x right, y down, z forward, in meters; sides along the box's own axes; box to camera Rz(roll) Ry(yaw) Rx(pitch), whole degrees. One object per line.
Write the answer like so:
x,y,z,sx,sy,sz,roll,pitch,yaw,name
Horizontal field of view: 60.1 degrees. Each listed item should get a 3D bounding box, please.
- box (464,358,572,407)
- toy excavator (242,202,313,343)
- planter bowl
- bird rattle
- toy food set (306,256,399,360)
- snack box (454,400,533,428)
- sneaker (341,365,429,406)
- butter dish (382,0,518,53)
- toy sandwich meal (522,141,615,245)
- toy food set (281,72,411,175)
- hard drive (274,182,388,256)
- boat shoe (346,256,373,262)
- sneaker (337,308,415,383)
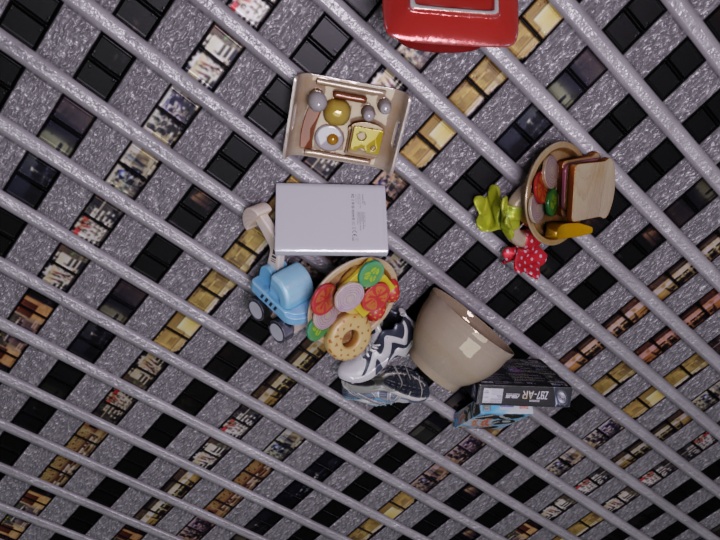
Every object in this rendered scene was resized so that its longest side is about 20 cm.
0.317,0.232,1.311,0.198,0.160,0.044,3,102,-9,box
-0.149,-0.001,1.150,0.100,0.194,0.201,-28,149,-41,toy excavator
0.180,0.149,1.218,0.199,0.200,0.135,33,100,-23,planter bowl
0.316,-0.087,1.167,0.163,0.113,0.200,-47,119,2,bird rattle
-0.013,0.064,1.141,0.200,0.049,0.198,-43,136,-1,toy food set
0.290,0.319,1.382,0.115,0.037,0.200,3,157,-7,snack box
0.052,0.260,1.372,0.198,0.078,0.087,10,132,-4,sneaker
0.121,-0.402,0.933,0.197,0.148,0.202,2,79,-7,butter dish
0.374,-0.135,1.114,0.204,0.070,0.208,-10,106,-35,toy sandwich meal
-0.025,-0.243,1.054,0.198,0.061,0.145,8,120,-10,toy food set
-0.052,-0.091,1.112,0.198,0.133,0.026,0,160,-6,hard drive
0.000,0.000,1.203,0.067,0.072,0.201,-17,129,3,boat shoe
0.025,0.143,1.275,0.197,0.080,0.130,-23,127,7,sneaker
